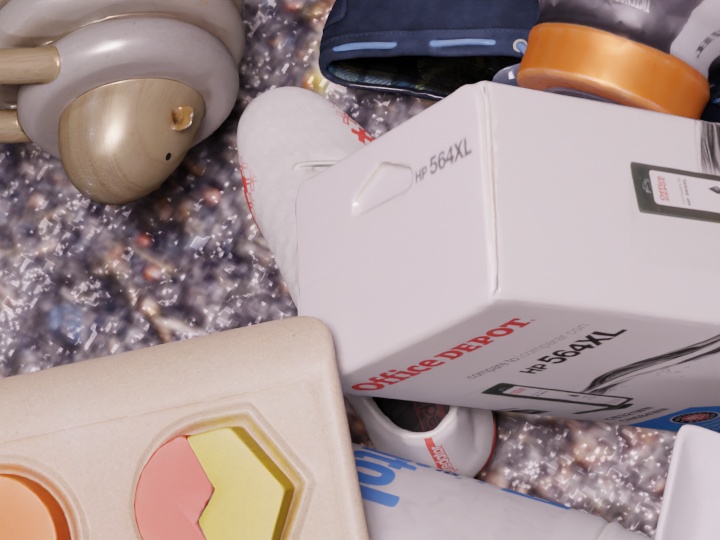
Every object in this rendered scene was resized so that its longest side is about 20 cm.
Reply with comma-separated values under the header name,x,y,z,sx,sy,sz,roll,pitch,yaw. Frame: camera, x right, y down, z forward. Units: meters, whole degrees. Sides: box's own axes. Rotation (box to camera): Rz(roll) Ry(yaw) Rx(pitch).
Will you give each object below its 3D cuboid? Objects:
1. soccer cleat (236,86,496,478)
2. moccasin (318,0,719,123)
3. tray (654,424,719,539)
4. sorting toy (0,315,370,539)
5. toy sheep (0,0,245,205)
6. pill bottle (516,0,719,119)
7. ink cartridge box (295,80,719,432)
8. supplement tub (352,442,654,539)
name,x,y,z,sx,sy,sz,roll,pitch,yaw
soccer cleat,0.000,0.000,0.967,0.069,0.085,0.200,-25,70,1
moccasin,0.076,-0.078,0.989,0.200,0.081,0.068,15,61,27
tray,0.141,0.166,0.841,0.107,0.022,0.200,21,68,-13
sorting toy,-0.084,0.128,0.833,0.185,0.036,0.200,-12,78,11
toy sheep,-0.116,-0.118,1.003,0.138,0.138,0.200,-13,66,5
pill bottle,0.125,-0.150,0.875,0.106,0.106,0.200,18,81,15
ink cartridge box,0.093,0.002,0.872,0.200,0.146,0.084,7,71,-28
supplement tub,0.007,0.138,0.898,0.200,0.132,0.132,15,76,13
